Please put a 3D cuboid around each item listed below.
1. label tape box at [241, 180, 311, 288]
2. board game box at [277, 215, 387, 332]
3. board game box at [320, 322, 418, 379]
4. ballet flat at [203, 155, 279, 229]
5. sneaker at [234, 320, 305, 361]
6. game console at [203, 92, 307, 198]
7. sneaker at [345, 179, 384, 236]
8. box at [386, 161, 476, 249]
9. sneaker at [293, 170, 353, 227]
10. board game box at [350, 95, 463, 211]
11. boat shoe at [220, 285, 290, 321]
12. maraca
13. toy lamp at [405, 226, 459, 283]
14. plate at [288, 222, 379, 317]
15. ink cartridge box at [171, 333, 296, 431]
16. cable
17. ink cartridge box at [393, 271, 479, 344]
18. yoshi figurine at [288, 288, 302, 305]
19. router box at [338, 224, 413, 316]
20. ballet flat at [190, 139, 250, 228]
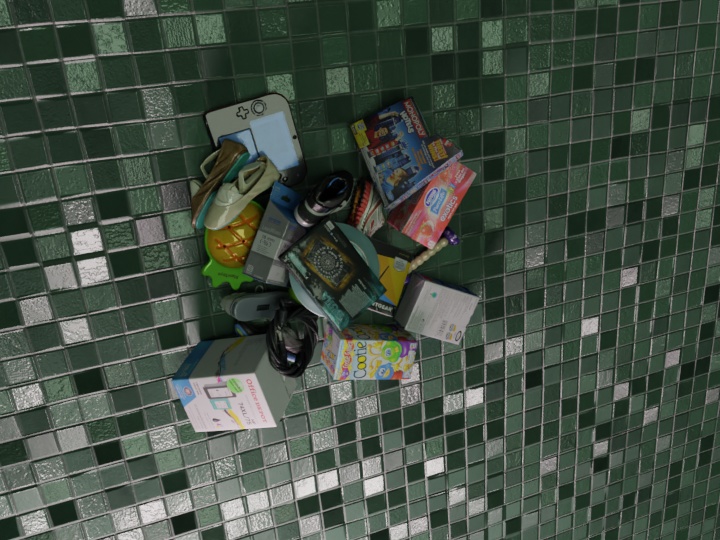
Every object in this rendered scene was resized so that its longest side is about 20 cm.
[{"bbox_3d":[-0.158,-0.070,1.399,0.063,0.144,0.200,20,90,18],"label":"label tape box"},{"bbox_3d":[-0.055,0.008,1.358,0.135,0.028,0.200,-41,104,-15],"label":"board game box"},{"bbox_3d":[0.020,0.193,1.605,0.200,0.105,0.103,3,107,-23],"label":"board game box"},{"bbox_3d":[-0.243,-0.163,1.338,0.200,0.069,0.070,-47,122,-30],"label":"ballet flat"},{"bbox_3d":[-0.197,0.151,1.535,0.199,0.071,0.083,22,81,-25],"label":"sneaker"},{"bbox_3d":[-0.214,-0.255,1.393,0.177,0.031,0.200,-21,114,-13],"label":"game console"},{"bbox_3d":[0.016,-0.100,1.512,0.082,0.078,0.200,9,106,-25],"label":"sneaker"},{"bbox_3d":[0.160,-0.166,1.531,0.095,0.103,0.200,26,99,-26],"label":"box"},{"bbox_3d":[-0.047,-0.169,1.393,0.073,0.112,0.200,47,45,-7],"label":"sneaker"},{"bbox_3d":[0.108,-0.258,1.440,0.200,0.062,0.200,-22,85,9],"label":"board game box"},{"bbox_3d":[-0.228,0.075,1.487,0.202,0.086,0.075,-2,107,-51],"label":"boat shoe"},{"bbox_3d":[-0.262,-0.055,1.403,0.137,0.107,0.200,10,105,-24],"label":"maraca"},{"bbox_3d":[0.143,-0.028,1.601,0.200,0.058,0.058,-39,118,-7],"label":"toy lamp"},{"bbox_3d":[-0.049,0.000,1.389,0.200,0.026,0.201,0,91,-21],"label":"plate"},{"bbox_3d":[-0.266,0.241,1.442,0.200,0.146,0.147,-8,116,19],"label":"ink cartridge box"},{"bbox_3d":[-0.138,0.153,1.453,0.200,0.051,0.164,44,46,-61],"label":"cable"},{"bbox_3d":[0.201,0.099,1.657,0.200,0.076,0.137,18,102,-24],"label":"ink cartridge box"},{"bbox_3d":[-0.082,0.044,1.513,0.200,0.112,0.113,11,113,-19],"label":"yoshi figurine"},{"bbox_3d":[0.000,0.000,1.451,0.200,0.051,0.149,20,85,-22],"label":"router box"},{"bbox_3d":[-0.303,-0.182,1.361,0.072,0.068,0.200,38,107,10],"label":"ballet flat"}]
